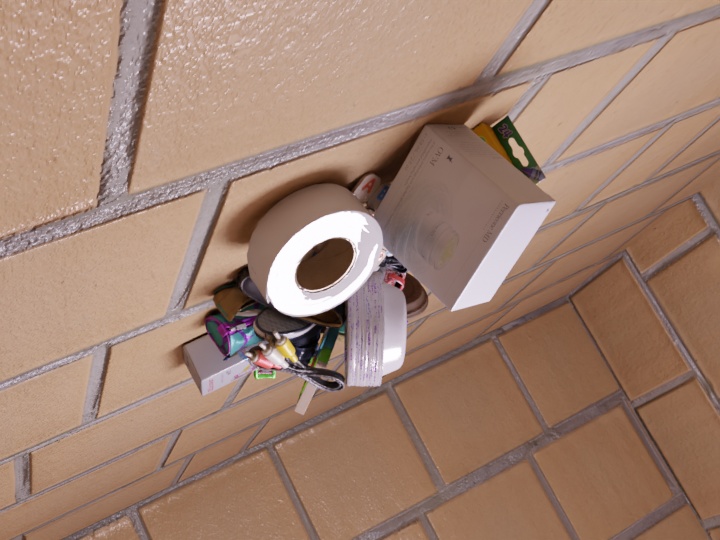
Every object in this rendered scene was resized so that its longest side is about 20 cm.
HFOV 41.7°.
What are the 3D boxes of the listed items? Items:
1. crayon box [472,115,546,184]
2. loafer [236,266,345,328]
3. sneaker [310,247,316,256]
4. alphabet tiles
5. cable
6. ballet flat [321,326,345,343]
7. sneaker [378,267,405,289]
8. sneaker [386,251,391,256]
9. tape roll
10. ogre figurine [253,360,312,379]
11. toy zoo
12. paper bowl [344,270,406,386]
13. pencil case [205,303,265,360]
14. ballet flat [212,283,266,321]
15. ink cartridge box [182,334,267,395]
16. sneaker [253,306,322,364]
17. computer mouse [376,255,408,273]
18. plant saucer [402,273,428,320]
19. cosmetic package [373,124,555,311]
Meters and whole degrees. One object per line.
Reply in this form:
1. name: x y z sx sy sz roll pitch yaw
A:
1. crayon box: 0.182 -0.147 1.535 0.199 0.126 0.051 -35 165 21
2. loafer: -0.111 0.044 1.584 0.198 0.072 0.073 15 115 -21
3. sneaker: -0.092 -0.032 1.545 0.070 0.076 0.200 -28 145 15
4. alphabet tiles: -0.011 -0.059 1.506 0.196 0.015 0.199 -52 143 10
5. cable: -0.113 0.169 1.586 0.097 0.051 0.200 -31 126 24
6. ballet flat: -0.059 0.107 1.872 0.199 0.071 0.070 14 -165 36
7. sneaker: 0.081 -0.021 1.784 0.201 0.108 0.067 -38 129 19
8. sneaker: 0.056 -0.076 1.665 0.086 0.075 0.200 -8 155 -43
9. tape roll: -0.068 -0.028 1.415 0.201 0.071 0.203 -23 141 -20
10. ogre figurine: -0.177 0.181 2.034 0.119 0.200 0.099 -12 120 -21
11. toy zoo: -0.070 0.153 1.740 0.201 0.020 0.132 -71 -175 -53
12. paper bowl: 0.024 0.101 1.646 0.103 0.203 0.201 2 163 -4
13. pencil case: -0.182 0.090 1.748 0.199 0.086 0.092 -22 180 -28
14. ballet flat: -0.165 0.042 1.650 0.199 0.063 0.069 -19 162 -36
15. ink cartridge box: -0.245 0.159 1.872 0.199 0.085 0.145 -24 166 -15
16. sneaker: -0.132 0.124 1.667 0.202 0.077 0.147 -16 142 -53
17. computer mouse: 0.000 0.000 1.737 0.109 0.044 0.200 4 171 -25
18. plant saucer: 0.037 0.040 1.866 0.199 0.200 0.030 -18 126 -38
19. cosmetic package: 0.148 -0.082 1.431 0.123 0.200 0.200 -12 138 -52
